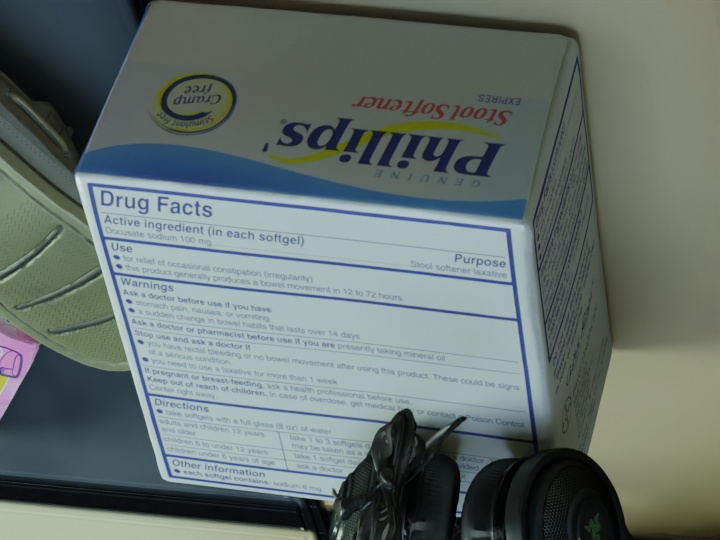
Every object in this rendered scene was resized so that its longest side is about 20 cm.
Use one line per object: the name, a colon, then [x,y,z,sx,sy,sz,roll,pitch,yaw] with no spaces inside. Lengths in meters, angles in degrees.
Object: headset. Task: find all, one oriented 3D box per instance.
headset: [0.039,0.114,1.173,0.123,0.094,0.200,2,151,19]

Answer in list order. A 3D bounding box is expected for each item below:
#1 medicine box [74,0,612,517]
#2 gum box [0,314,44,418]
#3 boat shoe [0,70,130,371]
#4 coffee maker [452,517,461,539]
medicine box: [0.000,0.000,1.209,0.181,0.103,0.201,6,140,15]
gum box: [-0.215,0.037,1.370,0.113,0.066,0.200,26,142,-7]
boat shoe: [-0.146,-0.040,1.249,0.074,0.069,0.200,-23,126,30]
coffee maker: [0.149,0.176,1.314,0.192,0.135,0.200,36,148,-26]
